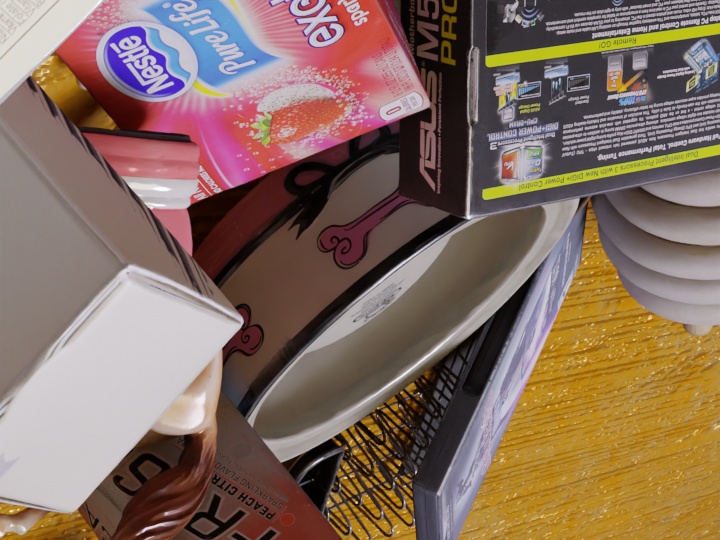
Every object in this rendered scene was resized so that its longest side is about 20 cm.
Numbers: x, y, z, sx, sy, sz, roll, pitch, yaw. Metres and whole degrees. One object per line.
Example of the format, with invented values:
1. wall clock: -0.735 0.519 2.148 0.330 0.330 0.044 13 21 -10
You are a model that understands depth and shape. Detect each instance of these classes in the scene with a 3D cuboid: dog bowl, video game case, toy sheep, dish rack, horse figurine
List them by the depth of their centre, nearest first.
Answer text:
1. horse figurine: -0.101 0.020 0.744 0.132 0.201 0.050 -23 -172 -30
2. dog bowl: 0.000 0.000 0.880 0.200 0.074 0.200 -36 165 -11
3. video game case: 0.076 0.048 1.029 0.143 0.019 0.201 82 31 -67
4. toy sheep: 0.188 -0.040 1.047 0.138 0.138 0.201 -31 135 -20
5. dish rack: 0.013 0.104 1.104 0.199 0.055 0.154 -23 148 -34

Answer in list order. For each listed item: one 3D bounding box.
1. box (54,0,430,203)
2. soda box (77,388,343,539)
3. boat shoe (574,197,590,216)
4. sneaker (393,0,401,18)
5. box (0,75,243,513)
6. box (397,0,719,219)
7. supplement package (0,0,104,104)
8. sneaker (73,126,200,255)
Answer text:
1. box: -0.057 -0.114 0.624 0.099 0.096 0.200 -22 154 6
2. soda box: -0.075 0.091 0.805 0.063 0.200 0.069 -28 151 -26
3. boat shoe: 0.140 -0.106 0.944 0.203 0.075 0.075 -51 152 16
4. sneaker: 0.029 -0.104 0.813 0.116 0.074 0.200 -45 144 10
5. box: -0.129 -0.029 0.560 0.082 0.200 0.068 -46 153 8
6. box: 0.105 -0.114 0.736 0.199 0.044 0.161 -12 112 -33
7. supplement package: -0.149 -0.104 0.427 0.200 0.152 0.151 -44 123 4
8. sneaker: -0.139 0.008 0.639 0.199 0.087 0.074 -9 176 31
